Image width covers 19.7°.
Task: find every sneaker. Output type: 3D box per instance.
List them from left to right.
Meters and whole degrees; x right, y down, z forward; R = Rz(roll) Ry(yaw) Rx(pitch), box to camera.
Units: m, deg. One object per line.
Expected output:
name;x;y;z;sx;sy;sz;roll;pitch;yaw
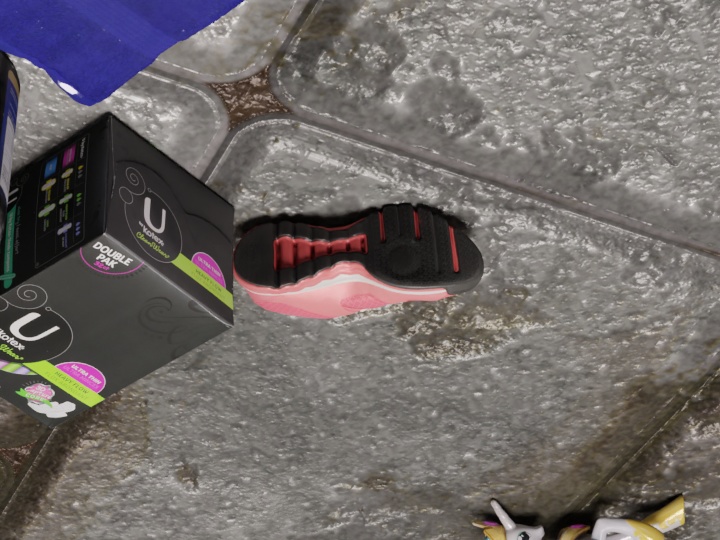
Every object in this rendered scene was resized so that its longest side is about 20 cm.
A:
sneaker;0.000;0.000;1.656;0.199;0.074;0.087;0;153;4

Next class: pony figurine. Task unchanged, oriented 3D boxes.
pony figurine;0.210;0.304;1.960;0.199;0.167;0.194;-3;107;7

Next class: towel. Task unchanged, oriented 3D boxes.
towel;-0.168;-0.204;1.423;0.199;0.050;0.147;-29;139;28

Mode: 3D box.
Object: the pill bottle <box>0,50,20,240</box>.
pill bottle;-0.301;-0.068;1.452;0.111;0.201;0.112;-1;140;-1

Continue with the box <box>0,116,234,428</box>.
box;-0.216;0.005;1.597;0.199;0.125;0.148;-29;134;27
